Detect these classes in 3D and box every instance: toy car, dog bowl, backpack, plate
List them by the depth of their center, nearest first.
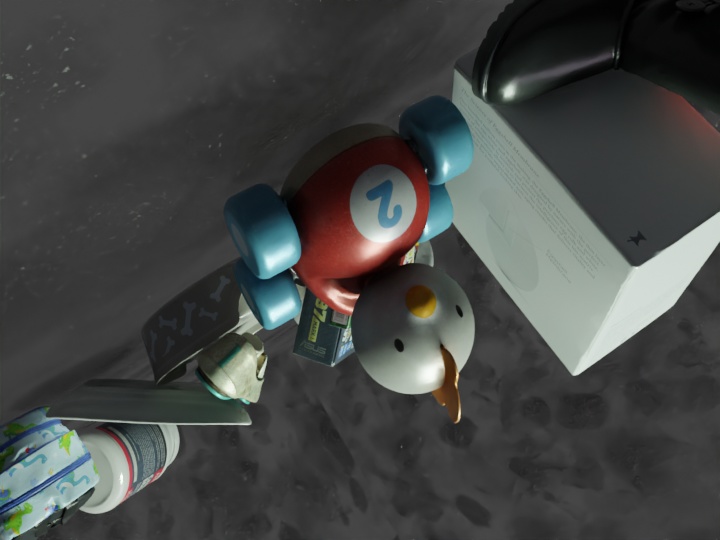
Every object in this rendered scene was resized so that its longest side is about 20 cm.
[{"bbox_3d":[0.027,0.014,0.591,0.182,0.202,0.178,-28,160,-17],"label":"toy car"},{"bbox_3d":[-0.356,0.222,0.837,0.161,0.157,0.198,-23,-168,-37],"label":"backpack"},{"bbox_3d":[-0.139,0.041,0.839,0.198,0.059,0.200,-33,175,-3],"label":"dog bowl"},{"bbox_3d":[-0.221,0.138,0.865,0.195,0.033,0.199,4,175,-13],"label":"plate"}]

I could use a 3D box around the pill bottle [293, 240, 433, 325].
[{"bbox_3d":[-0.005,0.007,1.082,0.199,0.118,0.116,-36,174,39],"label":"pill bottle"}]

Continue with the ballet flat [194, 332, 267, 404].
[{"bbox_3d":[-0.117,0.095,0.799,0.062,0.067,0.200,-47,179,-8],"label":"ballet flat"}]

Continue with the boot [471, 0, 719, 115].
[{"bbox_3d":[0.190,-0.119,0.491,0.164,0.199,0.066,-38,146,-17],"label":"boot"}]

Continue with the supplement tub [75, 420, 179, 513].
[{"bbox_3d":[-0.418,0.320,1.403,0.139,0.142,0.200,-33,176,19],"label":"supplement tub"}]

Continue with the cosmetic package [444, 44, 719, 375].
[{"bbox_3d":[0.170,-0.061,0.635,0.122,0.201,0.201,-31,157,-11],"label":"cosmetic package"}]

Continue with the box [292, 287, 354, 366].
[{"bbox_3d":[0.000,0.000,0.866,0.200,0.050,0.162,-22,125,-71],"label":"box"}]

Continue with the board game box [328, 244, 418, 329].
[{"bbox_3d":[0.021,-0.004,0.803,0.199,0.023,0.107,-8,113,-72],"label":"board game box"}]
